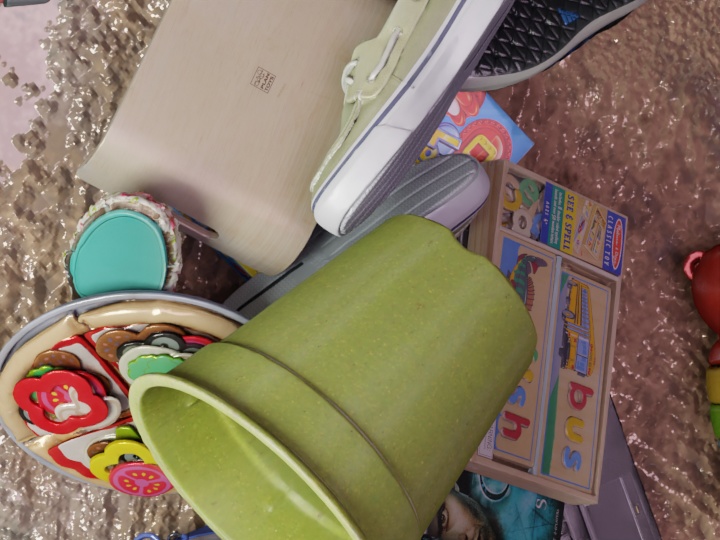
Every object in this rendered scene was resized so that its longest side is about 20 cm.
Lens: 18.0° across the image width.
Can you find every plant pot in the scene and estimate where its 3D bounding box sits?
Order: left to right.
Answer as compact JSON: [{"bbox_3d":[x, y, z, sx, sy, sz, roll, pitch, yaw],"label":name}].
[{"bbox_3d":[0.001,0.073,1.328,0.190,0.200,0.200,-45,107,-24],"label":"plant pot"}]

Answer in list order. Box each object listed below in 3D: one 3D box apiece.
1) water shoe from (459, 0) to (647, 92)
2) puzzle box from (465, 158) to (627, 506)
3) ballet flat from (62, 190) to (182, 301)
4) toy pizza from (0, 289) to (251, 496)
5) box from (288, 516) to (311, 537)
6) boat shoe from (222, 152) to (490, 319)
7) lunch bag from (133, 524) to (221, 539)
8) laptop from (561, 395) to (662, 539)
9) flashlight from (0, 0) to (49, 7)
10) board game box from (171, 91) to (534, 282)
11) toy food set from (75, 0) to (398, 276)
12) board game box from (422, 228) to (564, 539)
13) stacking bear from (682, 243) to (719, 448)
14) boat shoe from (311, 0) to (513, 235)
[{"bbox_3d":[0.109,-0.156,1.480,0.199,0.079,0.072,-24,80,-25],"label":"water shoe"},{"bbox_3d":[0.116,0.042,1.479,0.133,0.025,0.201,21,70,-43],"label":"puzzle box"},{"bbox_3d":[-0.145,0.007,1.408,0.075,0.201,0.064,19,49,1],"label":"ballet flat"},{"bbox_3d":[-0.132,0.086,1.419,0.199,0.032,0.201,0,138,0],"label":"toy pizza"},{"bbox_3d":[0.016,0.217,1.483,0.043,0.160,0.201,-16,106,29],"label":"box"},{"bbox_3d":[0.000,0.000,1.442,0.199,0.072,0.062,-34,123,-3],"label":"boat shoe"},{"bbox_3d":[-0.097,0.259,1.465,0.135,0.132,0.201,-22,102,6],"label":"lunch bag"},{"bbox_3d":[0.120,0.190,1.527,0.199,0.103,0.178,-22,99,-13],"label":"laptop"},{"bbox_3d":[-0.289,-0.186,1.384,0.199,0.068,0.068,-8,94,-17],"label":"flashlight"},{"bbox_3d":[-0.023,-0.082,1.481,0.196,0.056,0.200,45,84,-16],"label":"board game box"},{"bbox_3d":[-0.070,-0.116,1.410,0.143,0.060,0.201,28,80,-18],"label":"toy food set"},{"bbox_3d":[0.089,0.086,1.484,0.135,0.028,0.201,20,71,-43],"label":"board game box"},{"bbox_3d":[0.286,0.073,1.566,0.121,0.114,0.201,-18,91,6],"label":"stacking bear"},{"bbox_3d":[0.023,-0.114,1.377,0.062,0.072,0.201,32,78,9],"label":"boat shoe"}]
